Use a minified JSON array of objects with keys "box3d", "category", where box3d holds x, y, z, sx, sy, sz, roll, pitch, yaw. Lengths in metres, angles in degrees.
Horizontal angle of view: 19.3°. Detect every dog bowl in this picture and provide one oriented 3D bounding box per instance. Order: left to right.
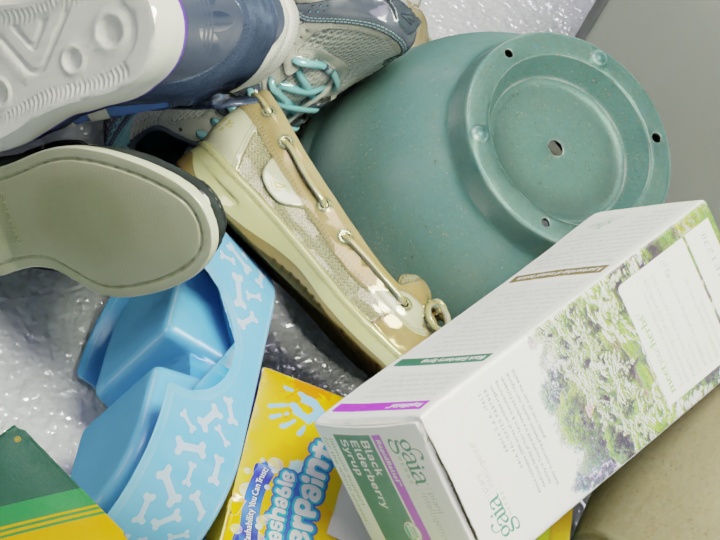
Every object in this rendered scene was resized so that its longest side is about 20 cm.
[{"box3d":[-0.092,0.061,0.981,0.050,0.111,0.200,33,42,-21],"category":"dog bowl"}]

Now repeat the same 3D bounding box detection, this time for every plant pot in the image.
[{"box3d":[0.077,-0.043,1.095,0.200,0.134,0.201,10,65,-22],"category":"plant pot"}]

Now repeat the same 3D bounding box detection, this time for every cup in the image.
[{"box3d":[0.186,0.134,1.013,0.143,0.200,0.200,-29,66,-20],"category":"cup"}]

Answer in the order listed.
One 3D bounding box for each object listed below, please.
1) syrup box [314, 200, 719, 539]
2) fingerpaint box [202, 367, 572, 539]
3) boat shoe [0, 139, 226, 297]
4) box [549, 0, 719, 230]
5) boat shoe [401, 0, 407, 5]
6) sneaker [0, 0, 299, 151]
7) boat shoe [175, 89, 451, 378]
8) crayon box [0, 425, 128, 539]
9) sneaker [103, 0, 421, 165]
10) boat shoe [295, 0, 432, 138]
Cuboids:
[{"box3d":[0.083,0.050,0.949,0.200,0.081,0.079,-35,106,-32],"category":"syrup box"},{"box3d":[0.001,0.164,0.957,0.167,0.073,0.200,21,45,-10],"category":"fingerpaint box"},{"box3d":[-0.128,-0.029,1.004,0.066,0.199,0.075,-29,106,-46],"category":"boat shoe"},{"box3d":[0.234,-0.124,1.239,0.199,0.200,0.171,31,42,1],"category":"box"},{"box3d":[-0.061,-0.163,1.152,0.200,0.057,0.069,8,-3,33],"category":"boat shoe"},{"box3d":[-0.126,-0.104,1.021,0.146,0.200,0.081,-13,94,-57],"category":"sneaker"},{"box3d":[-0.001,0.000,1.019,0.063,0.073,0.201,-45,80,-7],"category":"boat shoe"},{"box3d":[-0.117,0.169,0.824,0.119,0.058,0.200,-38,62,-22],"category":"crayon box"},{"box3d":[-0.052,-0.087,1.091,0.078,0.200,0.086,34,51,-41],"category":"sneaker"},{"box3d":[0.005,-0.123,1.220,0.068,0.075,0.200,35,55,4],"category":"boat shoe"}]
